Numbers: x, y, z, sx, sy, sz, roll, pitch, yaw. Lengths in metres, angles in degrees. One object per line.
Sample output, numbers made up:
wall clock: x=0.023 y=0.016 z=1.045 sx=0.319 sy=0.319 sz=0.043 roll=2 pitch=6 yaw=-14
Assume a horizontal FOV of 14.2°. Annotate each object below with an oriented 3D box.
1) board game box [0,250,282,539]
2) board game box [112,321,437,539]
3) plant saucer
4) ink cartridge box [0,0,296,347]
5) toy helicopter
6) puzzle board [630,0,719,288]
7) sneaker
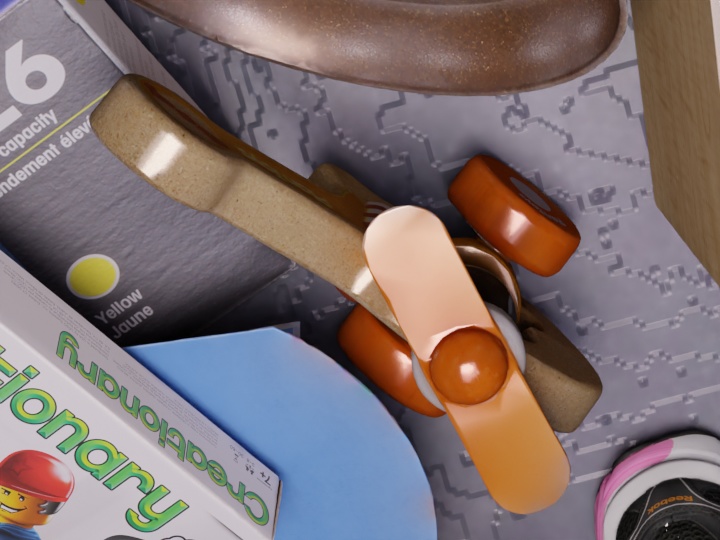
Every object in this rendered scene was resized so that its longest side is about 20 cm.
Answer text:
board game box: x=-0.138 y=0.048 z=0.898 sx=0.126 sy=0.035 sz=0.200 roll=-36 pitch=118 yaw=27
board game box: x=-0.073 y=0.076 z=0.965 sx=0.199 sy=0.039 sz=0.159 roll=-8 pitch=127 yaw=10
plant saucer: x=-0.013 y=-0.111 z=0.873 sx=0.199 sy=0.200 sz=0.032 roll=17 pitch=73 yaw=-3
ink cartridge box: x=-0.153 y=-0.017 z=0.924 sx=0.197 sy=0.047 sz=0.200 roll=-34 pitch=129 yaw=11
toy helicopter: x=0.000 y=0.000 z=0.889 sx=0.200 sy=0.132 sz=0.079 roll=30 pitch=106 yaw=-35
puzzle board: x=0.098 y=-0.100 z=0.877 sx=0.017 sy=0.151 sz=0.201 roll=-8 pitch=105 yaw=-2
sneaker: x=0.126 y=0.162 z=0.982 sx=0.080 sy=0.086 sz=0.201 roll=-23 pitch=105 yaw=9
